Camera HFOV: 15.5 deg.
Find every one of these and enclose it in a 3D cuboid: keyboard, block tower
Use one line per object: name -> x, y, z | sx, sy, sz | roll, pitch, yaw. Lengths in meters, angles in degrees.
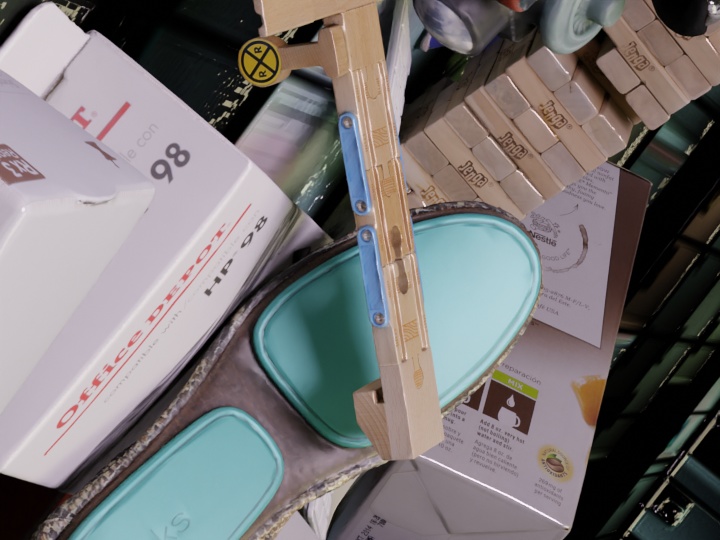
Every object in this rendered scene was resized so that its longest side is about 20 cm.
keyboard -> 0.000, 0.000, 0.965 | 0.056, 0.011, 0.201 | 99, 1, -71
block tower -> 0.097, -0.083, 1.004 | 0.200, 0.054, 0.058 | -34, -164, 27

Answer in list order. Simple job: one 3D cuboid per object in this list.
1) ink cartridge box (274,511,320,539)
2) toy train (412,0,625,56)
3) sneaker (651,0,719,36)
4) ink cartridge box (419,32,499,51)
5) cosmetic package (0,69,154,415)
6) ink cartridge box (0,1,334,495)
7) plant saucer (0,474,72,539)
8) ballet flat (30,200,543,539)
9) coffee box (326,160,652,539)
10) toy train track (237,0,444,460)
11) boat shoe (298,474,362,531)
ink cartridge box -> -0.088, 0.168, 0.899 | 0.200, 0.084, 0.145 | -25, 140, 8
toy train -> 0.087, -0.162, 0.900 | 0.200, 0.085, 0.114 | -45, 153, -17
sneaker -> 0.149, -0.116, 0.894 | 0.116, 0.075, 0.200 | -51, 134, 1
ink cartridge box -> 0.124, -0.163, 1.089 | 0.197, 0.043, 0.200 | -56, 167, 20
cosmetic package -> -0.145, 0.040, 0.658 | 0.200, 0.074, 0.102 | -55, 172, 10
ink cartridge box -> -0.080, 0.004, 0.798 | 0.116, 0.067, 0.200 | -51, 167, -1
plant saucer -> -0.093, 0.075, 1.012 | 0.200, 0.037, 0.200 | -53, 167, 2
ballet flat -> -0.031, 0.048, 0.821 | 0.200, 0.068, 0.075 | -41, -174, -20
coffee box -> 0.053, 0.045, 1.142 | 0.114, 0.080, 0.200 | -55, -167, 49
toy train track -> -0.009, -0.044, 0.772 | 0.115, 0.032, 0.201 | -26, 108, -61
boat shoe -> -0.028, 0.058, 1.007 | 0.068, 0.072, 0.200 | -12, -152, 44
